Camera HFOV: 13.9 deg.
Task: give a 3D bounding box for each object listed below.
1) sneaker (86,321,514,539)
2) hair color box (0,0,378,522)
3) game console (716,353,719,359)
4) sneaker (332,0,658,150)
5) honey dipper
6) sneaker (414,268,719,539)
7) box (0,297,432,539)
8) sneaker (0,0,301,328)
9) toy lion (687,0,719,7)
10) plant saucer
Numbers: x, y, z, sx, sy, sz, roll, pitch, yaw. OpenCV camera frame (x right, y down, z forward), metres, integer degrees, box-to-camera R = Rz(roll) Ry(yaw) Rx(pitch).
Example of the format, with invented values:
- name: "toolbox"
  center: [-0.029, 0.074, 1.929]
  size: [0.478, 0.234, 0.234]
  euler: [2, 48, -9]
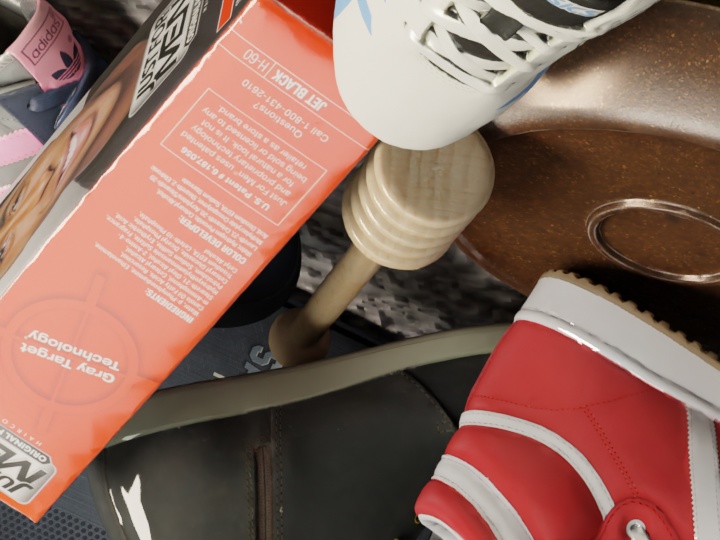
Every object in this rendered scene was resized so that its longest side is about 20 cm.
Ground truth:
- name: "sneaker"
  center: [0.006, 0.083, 1.015]
  size: [0.199, 0.107, 0.075]
  euler: [-11, 173, -22]
- name: "hair color box"
  center: [-0.064, -0.025, 0.929]
  size: [0.061, 0.102, 0.200]
  euler: [34, 117, -16]
- name: "game console"
  center: [0.217, 0.114, 1.003]
  size: [0.176, 0.117, 0.200]
  euler: [-17, 129, 41]
- name: "sneaker"
  center: [0.043, -0.083, 0.763]
  size: [0.072, 0.073, 0.200]
  euler: [31, 143, -11]
- name: "honey dipper"
  center: [0.000, 0.000, 0.956]
  size: [0.038, 0.038, 0.200]
  euler: [25, 158, -4]
- name: "sneaker"
  center: [0.112, 0.095, 0.920]
  size: [0.200, 0.113, 0.071]
  euler: [31, 167, 18]
- name: "box"
  center: [-0.062, 0.101, 1.062]
  size: [0.157, 0.200, 0.051]
  euler: [26, 153, -5]
- name: "sneaker"
  center: [-0.102, -0.049, 1.003]
  size: [0.200, 0.070, 0.082]
  euler: [27, 147, -9]
- name: "toy lion"
  center: [0.068, -0.110, 0.853]
  size: [0.199, 0.069, 0.192]
  euler: [11, 150, 16]
- name: "plant saucer"
  center: [0.100, -0.021, 0.925]
  size: [0.200, 0.035, 0.200]
  euler: [15, 157, 6]
